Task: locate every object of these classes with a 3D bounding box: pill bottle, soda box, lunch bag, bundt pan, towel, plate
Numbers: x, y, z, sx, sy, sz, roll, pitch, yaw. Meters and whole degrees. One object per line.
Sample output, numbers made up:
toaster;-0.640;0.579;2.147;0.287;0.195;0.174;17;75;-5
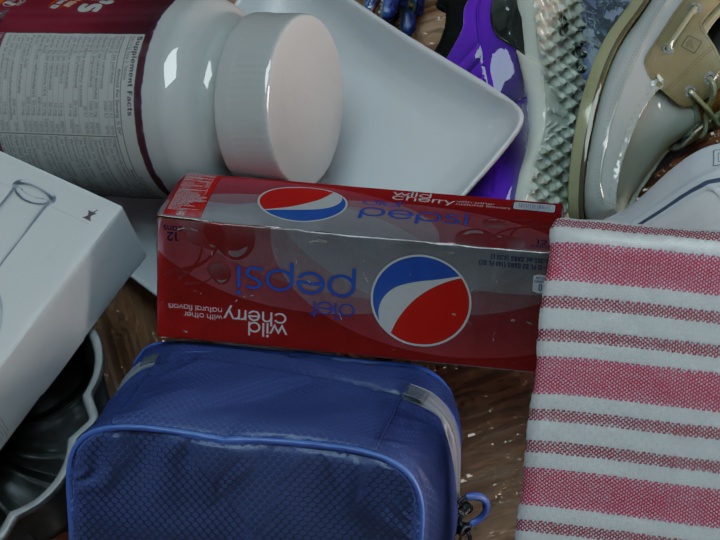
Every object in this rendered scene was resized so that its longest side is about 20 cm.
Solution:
pill bottle;-0.117;-0.093;1.207;0.199;0.110;0.110;3;62;25
soda box;0.000;0.000;1.129;0.199;0.070;0.063;6;26;7
lunch bag;-0.036;0.112;1.111;0.199;0.136;0.132;7;22;6
bundt pan;-0.218;0.084;1.174;0.201;0.076;0.203;-7;56;11
towel;0.150;0.079;1.052;0.146;0.030;0.201;7;94;17
plate;-0.036;-0.050;1.235;0.200;0.032;0.200;36;86;31

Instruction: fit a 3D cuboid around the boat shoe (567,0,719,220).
boat shoe;0.169;-0.106;1.234;0.068;0.075;0.201;15;64;18

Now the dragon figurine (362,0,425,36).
dragon figurine;-0.004;-0.225;1.337;0.099;0.059;0.201;0;63;4

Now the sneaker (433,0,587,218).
sneaker;0.069;-0.071;1.253;0.099;0.070;0.201;-4;74;31

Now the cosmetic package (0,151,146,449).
cosmetic package;-0.234;0.001;1.157;0.200;0.052;0.151;23;63;26

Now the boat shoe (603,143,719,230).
boat shoe;0.141;0.011;1.130;0.073;0.200;0.067;12;58;-15

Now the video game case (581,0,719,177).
video game case;0.177;-0.147;1.307;0.200;0.019;0.143;-38;66;-13
